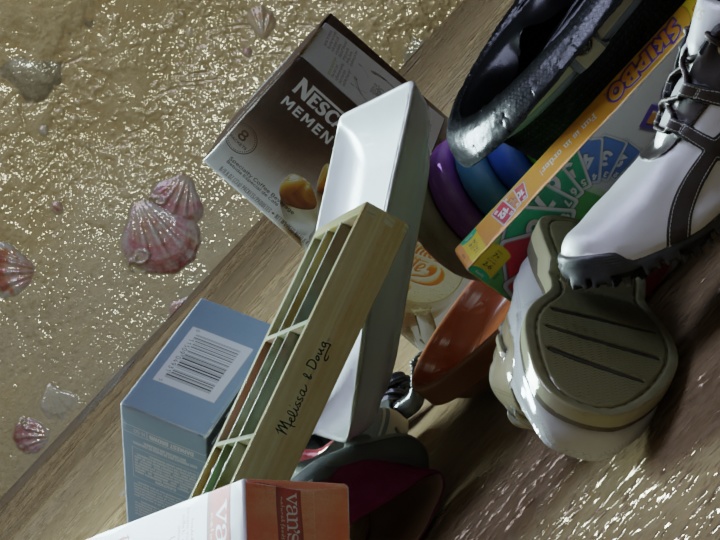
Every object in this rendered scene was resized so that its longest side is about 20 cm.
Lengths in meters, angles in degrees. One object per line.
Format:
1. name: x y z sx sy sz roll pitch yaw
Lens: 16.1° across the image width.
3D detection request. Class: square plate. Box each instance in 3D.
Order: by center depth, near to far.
1. square plate: 0.000 0.000 1.458 0.200 0.028 0.199 169 111 -78

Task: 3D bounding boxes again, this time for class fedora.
1. fedora: 0.135 -0.117 1.317 0.201 0.091 0.201 -49 13 15

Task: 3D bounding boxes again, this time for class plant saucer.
1. plant saucer: 0.106 0.002 1.476 0.200 0.032 0.200 -49 6 7

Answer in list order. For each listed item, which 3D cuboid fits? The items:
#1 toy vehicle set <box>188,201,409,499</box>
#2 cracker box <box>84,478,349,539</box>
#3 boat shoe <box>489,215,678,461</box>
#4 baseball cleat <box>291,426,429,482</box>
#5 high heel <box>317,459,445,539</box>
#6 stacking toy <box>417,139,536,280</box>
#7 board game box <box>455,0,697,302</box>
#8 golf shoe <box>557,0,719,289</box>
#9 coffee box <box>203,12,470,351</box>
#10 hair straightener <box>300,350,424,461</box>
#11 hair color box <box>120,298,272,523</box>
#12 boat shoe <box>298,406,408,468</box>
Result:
1. toy vehicle set: -0.041 0.065 1.321 0.201 0.026 0.124 -65 9 -12
2. cracker box: -0.073 0.179 1.163 0.200 0.057 0.135 -27 62 56
3. boat shoe: 0.099 0.044 1.172 0.200 0.074 0.069 -76 5 -67
4. baseball cleat: -0.038 0.171 1.377 0.200 0.070 0.107 -34 45 6
5. high heel: -0.005 0.158 1.262 0.096 0.068 0.200 -14 32 9
6. stacking toy: 0.116 -0.080 1.438 0.200 0.085 0.085 -39 11 31
7. board game box: 0.147 -0.054 1.263 0.200 0.095 0.030 -49 33 11
8. golf shoe: 0.159 -0.073 1.155 0.200 0.095 0.078 -37 13 -3
9. coffee box: 0.011 -0.058 1.692 0.114 0.200 0.080 -44 8 31
10. hair straightener: -0.008 0.097 1.632 0.200 0.041 0.077 -43 9 41
11. hair color box: -0.093 0.126 1.537 0.099 0.060 0.201 -54 -23 -41
12. boat shoe: -0.045 0.144 1.478 0.201 0.071 0.070 -53 8 -28
